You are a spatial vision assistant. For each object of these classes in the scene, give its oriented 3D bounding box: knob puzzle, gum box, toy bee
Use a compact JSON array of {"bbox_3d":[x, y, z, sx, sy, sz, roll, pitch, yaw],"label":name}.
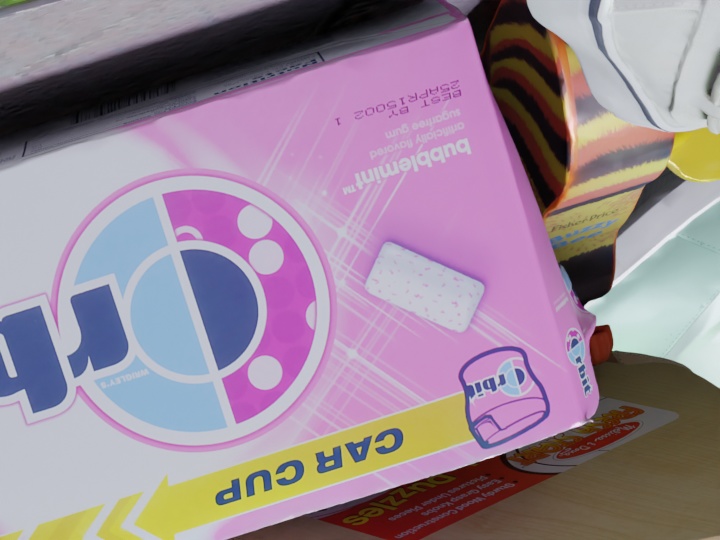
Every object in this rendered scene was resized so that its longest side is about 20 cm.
[{"bbox_3d":[0.036,0.069,0.744,0.219,0.031,0.220,-4,-165,1],"label":"knob puzzle"},{"bbox_3d":[-0.042,0.008,0.677,0.199,0.114,0.066,-18,-168,-1],"label":"gum box"},{"bbox_3d":[0.064,-0.026,0.783,0.131,0.109,0.200,-20,174,6],"label":"toy bee"}]

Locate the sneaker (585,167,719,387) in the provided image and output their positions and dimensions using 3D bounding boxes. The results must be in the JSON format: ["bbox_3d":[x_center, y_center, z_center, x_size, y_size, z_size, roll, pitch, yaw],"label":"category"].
[{"bbox_3d":[0.166,-0.014,0.968,0.200,0.118,0.074,-38,-156,15],"label":"sneaker"}]

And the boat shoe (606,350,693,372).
[{"bbox_3d":[0.091,0.060,0.846,0.072,0.200,0.076,-38,133,-11],"label":"boat shoe"}]

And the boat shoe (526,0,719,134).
[{"bbox_3d":[0.097,-0.065,0.613,0.066,0.072,0.200,26,-179,17],"label":"boat shoe"}]
